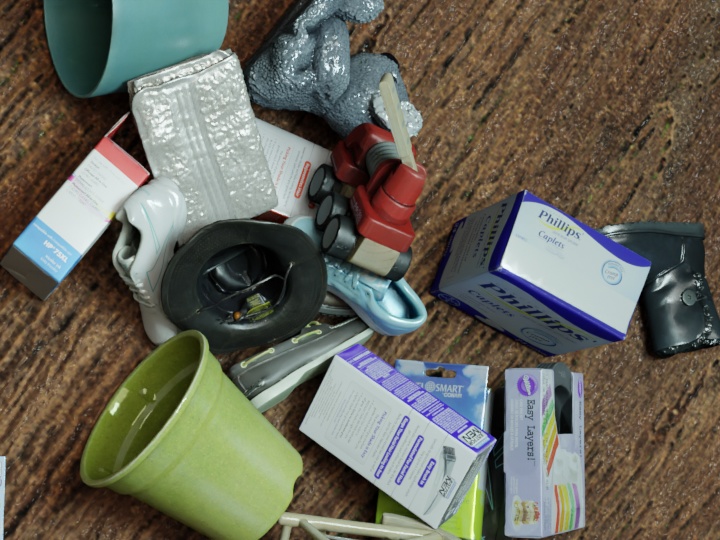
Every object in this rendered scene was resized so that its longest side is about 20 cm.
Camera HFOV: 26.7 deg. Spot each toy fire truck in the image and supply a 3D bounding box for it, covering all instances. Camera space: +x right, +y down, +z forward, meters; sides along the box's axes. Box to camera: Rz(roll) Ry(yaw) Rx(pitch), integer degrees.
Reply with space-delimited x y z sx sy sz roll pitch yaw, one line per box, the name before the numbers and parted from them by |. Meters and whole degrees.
toy fire truck | 0.022 -0.120 1.669 0.128 0.176 0.201 22 116 -22

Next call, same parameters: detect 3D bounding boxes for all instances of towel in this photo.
towel | -0.173 -0.137 1.684 0.132 0.034 0.201 -22 115 -12

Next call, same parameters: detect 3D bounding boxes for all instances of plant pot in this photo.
plant pot | -0.245 -0.296 1.702 0.160 0.200 0.202 -6 82 -32
plant pot | -0.169 0.198 1.645 0.184 0.200 0.201 40 68 -22

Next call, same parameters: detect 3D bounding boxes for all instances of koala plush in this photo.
koala plush | -0.021 -0.218 1.787 0.200 0.177 0.184 43 72 -14

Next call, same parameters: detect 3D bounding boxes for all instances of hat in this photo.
hat | -0.133 -0.004 1.674 0.199 0.202 0.081 1 42 -21

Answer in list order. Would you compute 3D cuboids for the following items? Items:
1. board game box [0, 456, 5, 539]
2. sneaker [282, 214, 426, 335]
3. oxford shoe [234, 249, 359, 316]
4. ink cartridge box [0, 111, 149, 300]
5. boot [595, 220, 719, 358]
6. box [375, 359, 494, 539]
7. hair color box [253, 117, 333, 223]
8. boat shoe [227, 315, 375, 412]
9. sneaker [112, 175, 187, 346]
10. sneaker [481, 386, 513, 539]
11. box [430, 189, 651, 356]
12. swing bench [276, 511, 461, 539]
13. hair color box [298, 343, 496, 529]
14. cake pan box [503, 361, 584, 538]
board game box | -0.474 0.261 1.583 0.198 0.034 0.136 3 79 -21
sneaker | 0.000 0.000 1.720 0.200 0.082 0.074 36 66 -23
oxford shoe | -0.058 -0.001 1.763 0.199 0.073 0.085 18 106 -20
ink cartridge box | -0.303 -0.071 1.670 0.067 0.116 0.200 40 69 -9
boot | 0.373 0.026 1.937 0.199 0.076 0.170 -1 76 -28
box | 0.089 0.211 1.777 0.121 0.048 0.202 3 76 16
hair color box | -0.090 -0.105 1.791 0.199 0.061 0.102 23 73 -15
boat shoe | -0.063 0.093 1.755 0.201 0.072 0.061 -30 78 -35
sneaker | -0.236 -0.002 1.668 0.080 0.070 0.202 -32 131 -45
sneaker | 0.152 0.231 1.814 0.079 0.076 0.201 8 65 -1
box | 0.210 0.009 1.810 0.183 0.200 0.106 28 72 -14
swing bench | 0.002 0.379 1.657 0.199 0.130 0.201 6 102 -33
hair color box | 0.041 0.185 1.714 0.199 0.110 0.065 35 25 18
cake pan box | 0.218 0.209 1.790 0.052 0.184 0.202 -2 83 22
